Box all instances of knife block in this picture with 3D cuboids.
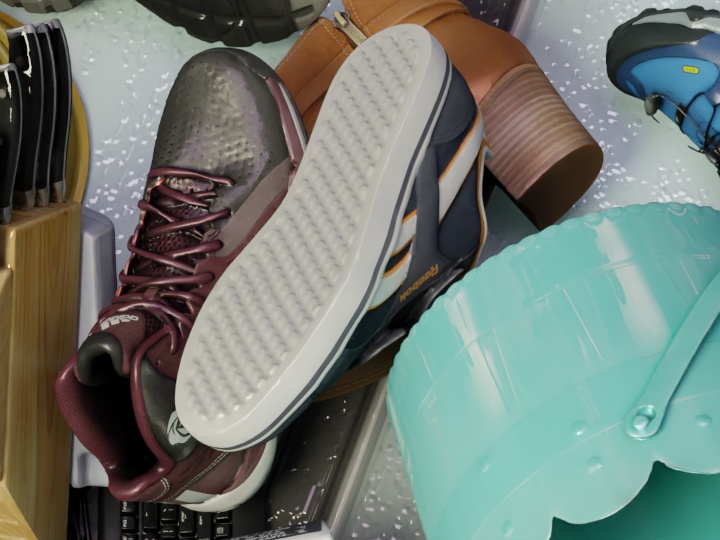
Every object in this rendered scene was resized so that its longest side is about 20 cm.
[{"bbox_3d":[-0.153,0.001,0.998,0.063,0.201,0.177,8,59,17],"label":"knife block"}]

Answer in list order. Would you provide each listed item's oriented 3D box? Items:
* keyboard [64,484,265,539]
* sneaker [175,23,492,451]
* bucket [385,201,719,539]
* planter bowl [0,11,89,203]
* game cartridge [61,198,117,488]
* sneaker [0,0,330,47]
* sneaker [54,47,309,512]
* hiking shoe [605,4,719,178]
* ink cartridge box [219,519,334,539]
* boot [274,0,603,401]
[{"bbox_3d":[-0.093,0.131,1.048,0.103,0.040,0.202,-4,63,3],"label":"keyboard"},{"bbox_3d":[0.000,0.000,0.987,0.078,0.079,0.201,6,59,44],"label":"sneaker"},{"bbox_3d":[0.113,0.079,0.968,0.206,0.208,0.135,-19,56,-4],"label":"bucket"},{"bbox_3d":[-0.233,-0.067,1.132,0.198,0.084,0.202,-2,65,4],"label":"planter bowl"},{"bbox_3d":[-0.199,0.024,1.058,0.198,0.041,0.134,3,106,17],"label":"game cartridge"},{"bbox_3d":[-0.100,-0.166,1.165,0.198,0.076,0.080,12,55,22],"label":"sneaker"},{"bbox_3d":[-0.076,0.004,1.001,0.075,0.115,0.202,1,90,27],"label":"sneaker"},{"bbox_3d":[0.191,-0.051,1.090,0.199,0.075,0.087,29,69,18],"label":"hiking shoe"},{"bbox_3d":[-0.089,0.219,0.983,0.196,0.043,0.202,-10,94,1],"label":"ink cartridge box"},{"bbox_3d":[-0.003,-0.042,1.115,0.199,0.074,0.155,-37,58,-9],"label":"boot"}]
